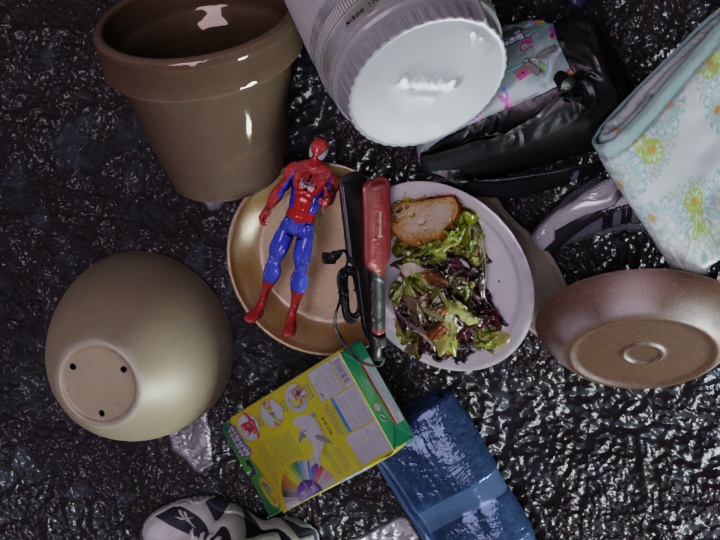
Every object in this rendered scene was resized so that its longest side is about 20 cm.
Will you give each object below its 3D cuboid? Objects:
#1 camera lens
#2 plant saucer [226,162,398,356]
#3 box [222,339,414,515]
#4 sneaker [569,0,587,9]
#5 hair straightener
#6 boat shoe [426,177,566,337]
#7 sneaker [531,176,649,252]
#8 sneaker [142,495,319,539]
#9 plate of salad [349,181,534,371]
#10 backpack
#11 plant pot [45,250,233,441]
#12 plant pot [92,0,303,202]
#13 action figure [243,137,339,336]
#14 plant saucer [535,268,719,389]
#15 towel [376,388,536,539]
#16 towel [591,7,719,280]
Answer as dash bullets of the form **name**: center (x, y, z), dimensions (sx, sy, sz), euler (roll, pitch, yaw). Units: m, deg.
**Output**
- **camera lens**: center (0.023, -0.228, 1.311), dimensions (0.160, 0.160, 0.201), euler (-39, 52, 21)
- **plant saucer**: center (-0.036, -0.014, 1.535), dimensions (0.198, 0.035, 0.202), euler (4, 106, 12)
- **box**: center (-0.049, 0.167, 1.556), dimensions (0.199, 0.048, 0.118), euler (-32, 85, 35)
- **sneaker**: center (0.254, -0.316, 1.351), dimensions (0.115, 0.081, 0.200), euler (28, 109, 7)
- **hair straightener**: center (0.000, 0.000, 1.463), dimensions (0.077, 0.041, 0.202), euler (19, 123, 47)
- **boat shoe**: center (0.130, -0.013, 1.480), dimensions (0.200, 0.072, 0.059), euler (50, 154, -7)
- **sneaker**: center (0.265, -0.045, 1.428), dimensions (0.199, 0.075, 0.114), euler (-31, 94, 17)
- **sneaker**: center (-0.152, 0.306, 1.607), dimensions (0.198, 0.130, 0.080), euler (13, 108, 10)
- **plate of salad**: center (0.071, 0.012, 1.448), dimensions (0.199, 0.048, 0.202), euler (15, 122, 24)
- **backpack**: center (0.142, -0.151, 1.392), dimensions (0.199, 0.167, 0.127), euler (-19, 59, 20)
- **plant pot**: center (-0.246, 0.095, 1.567), dimensions (0.199, 0.134, 0.202), euler (4, 107, 13)
- **plant pot**: center (-0.143, -0.167, 1.452), dimensions (0.198, 0.201, 0.176), euler (1, 125, 13)
- **action figure**: center (-0.068, -0.030, 1.471), dimensions (0.065, 0.099, 0.201), euler (18, 106, 7)
- **plant saucer**: center (0.263, 0.064, 1.415), dimensions (0.199, 0.037, 0.201), euler (3, 150, 2)
- **towel**: center (0.094, 0.227, 1.566), dimensions (0.111, 0.049, 0.201), euler (-27, 97, 19)
- **towel**: center (0.314, -0.115, 1.345), dimensions (0.200, 0.048, 0.171), euler (-44, 113, -11)
